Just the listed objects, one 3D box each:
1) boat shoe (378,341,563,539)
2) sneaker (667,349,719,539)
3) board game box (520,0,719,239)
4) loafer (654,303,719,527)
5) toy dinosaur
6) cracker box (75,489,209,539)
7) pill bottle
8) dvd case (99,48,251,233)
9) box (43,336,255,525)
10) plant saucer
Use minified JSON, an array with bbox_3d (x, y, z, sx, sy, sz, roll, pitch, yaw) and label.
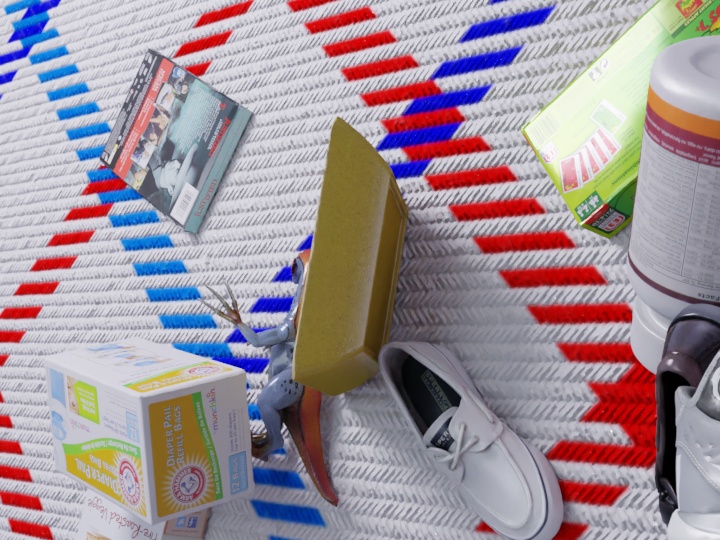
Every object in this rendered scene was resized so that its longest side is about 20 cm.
[{"bbox_3d":[0.076,0.131,0.859,0.074,0.065,0.200,-56,49,16],"label":"boat shoe"},{"bbox_3d":[0.208,0.054,0.435,0.199,0.075,0.117,-16,66,39],"label":"sneaker"},{"bbox_3d":[0.221,-0.128,0.809,0.200,0.047,0.102,-44,54,26],"label":"board game box"},{"bbox_3d":[0.205,0.120,0.679,0.071,0.063,0.202,10,123,39],"label":"loafer"},{"bbox_3d":[-0.055,0.080,1.012,0.199,0.105,0.182,31,90,9],"label":"toy dinosaur"},{"bbox_3d":[-0.223,0.274,1.097,0.133,0.057,0.202,10,86,43],"label":"cracker box"},{"bbox_3d":[0.224,-0.033,0.687,0.109,0.109,0.202,33,136,42],"label":"pill bottle"},{"bbox_3d":[-0.209,-0.146,1.221,0.200,0.022,0.147,35,103,43],"label":"dvd case"},{"bbox_3d":[-0.189,0.134,0.976,0.199,0.101,0.114,8,105,52],"label":"box"},{"bbox_3d":[0.000,0.000,0.903,0.048,0.200,0.202,7,81,9],"label":"plant saucer"}]
